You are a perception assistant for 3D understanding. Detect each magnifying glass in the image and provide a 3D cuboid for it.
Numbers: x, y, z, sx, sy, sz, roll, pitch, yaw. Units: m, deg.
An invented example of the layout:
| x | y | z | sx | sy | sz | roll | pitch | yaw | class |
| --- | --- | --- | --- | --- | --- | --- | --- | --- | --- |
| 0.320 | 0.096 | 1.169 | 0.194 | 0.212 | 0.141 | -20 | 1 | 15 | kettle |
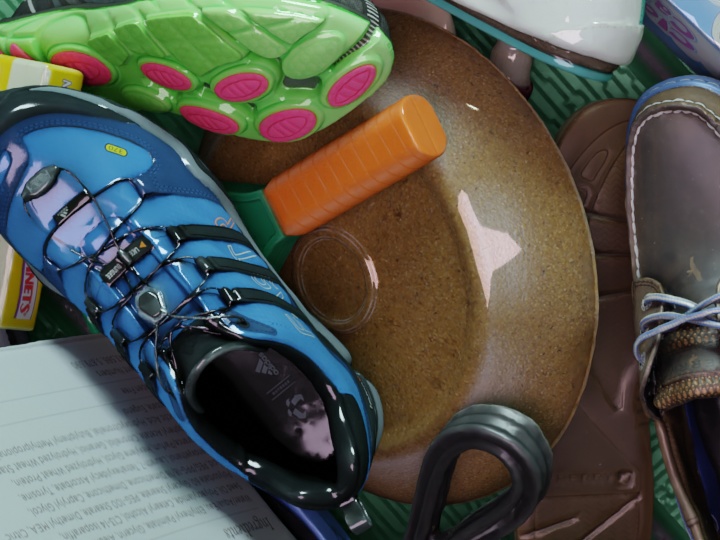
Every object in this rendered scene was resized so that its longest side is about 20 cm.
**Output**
| x | y | z | sx | sy | sz | roll | pitch | yaw | class |
| --- | --- | --- | --- | --- | --- | --- | --- | --- | --- |
| -0.041 | -0.016 | 1.135 | 0.200 | 0.022 | 0.080 | -29 | 84 | 44 | magnifying glass |

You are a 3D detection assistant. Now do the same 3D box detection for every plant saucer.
| x | y | z | sx | sy | sz | roll | pitch | yaw | class |
| --- | --- | --- | --- | --- | --- | --- | --- | --- | --- |
| 0.000 | 0.000 | 1.141 | 0.200 | 0.035 | 0.201 | 14 | 112 | 36 | plant saucer |

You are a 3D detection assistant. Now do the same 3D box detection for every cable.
| x | y | z | sx | sy | sz | roll | pitch | yaw | class |
| --- | --- | --- | --- | --- | --- | --- | --- | --- | --- |
| 0.030 | 0.114 | 1.160 | 0.097 | 0.050 | 0.200 | 27 | 132 | 22 | cable |

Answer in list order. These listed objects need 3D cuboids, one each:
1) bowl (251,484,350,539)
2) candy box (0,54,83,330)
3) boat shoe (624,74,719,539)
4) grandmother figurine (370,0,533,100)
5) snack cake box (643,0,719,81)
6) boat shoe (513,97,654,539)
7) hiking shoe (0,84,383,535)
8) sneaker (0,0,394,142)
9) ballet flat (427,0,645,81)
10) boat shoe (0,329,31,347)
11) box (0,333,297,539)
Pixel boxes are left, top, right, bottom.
| x | y | z | sx | sy | sz | roll | pitch | yaw | class |
| --- | --- | --- | --- | --- | --- | --- | --- | --- | --- |
| -0.078 | 0.160 | 1.166 | 0.200 | 0.039 | 0.201 | 2 | 94 | 21 | bowl |
| -0.196 | -0.045 | 1.167 | 0.200 | 0.026 | 0.103 | 14 | 92 | 37 | candy box |
| 0.137 | 0.028 | 1.085 | 0.072 | 0.072 | 0.200 | -14 | 96 | 27 | boat shoe |
| 0.018 | -0.079 | 1.165 | 0.121 | 0.061 | 0.201 | -6 | 103 | 38 | grandmother figurine |
| 0.115 | -0.168 | 1.110 | 0.200 | 0.067 | 0.115 | 43 | 86 | 0 | snack cake box |
| 0.086 | 0.029 | 1.163 | 0.073 | 0.063 | 0.201 | 6 | 101 | -10 | boat shoe |
| -0.063 | 0.008 | 1.070 | 0.200 | 0.087 | 0.074 | 42 | 94 | -12 | hiking shoe |
| -0.064 | -0.099 | 1.124 | 0.200 | 0.084 | 0.077 | 7 | 146 | 44 | sneaker |
| 0.018 | -0.131 | 1.085 | 0.200 | 0.069 | 0.070 | 23 | 103 | 18 | ballet flat |
| -0.163 | 0.051 | 1.210 | 0.074 | 0.066 | 0.200 | 0 | 100 | 9 | boat shoe |
| -0.152 | 0.139 | 1.065 | 0.199 | 0.200 | 0.131 | -45 | 76 | 18 | box |
